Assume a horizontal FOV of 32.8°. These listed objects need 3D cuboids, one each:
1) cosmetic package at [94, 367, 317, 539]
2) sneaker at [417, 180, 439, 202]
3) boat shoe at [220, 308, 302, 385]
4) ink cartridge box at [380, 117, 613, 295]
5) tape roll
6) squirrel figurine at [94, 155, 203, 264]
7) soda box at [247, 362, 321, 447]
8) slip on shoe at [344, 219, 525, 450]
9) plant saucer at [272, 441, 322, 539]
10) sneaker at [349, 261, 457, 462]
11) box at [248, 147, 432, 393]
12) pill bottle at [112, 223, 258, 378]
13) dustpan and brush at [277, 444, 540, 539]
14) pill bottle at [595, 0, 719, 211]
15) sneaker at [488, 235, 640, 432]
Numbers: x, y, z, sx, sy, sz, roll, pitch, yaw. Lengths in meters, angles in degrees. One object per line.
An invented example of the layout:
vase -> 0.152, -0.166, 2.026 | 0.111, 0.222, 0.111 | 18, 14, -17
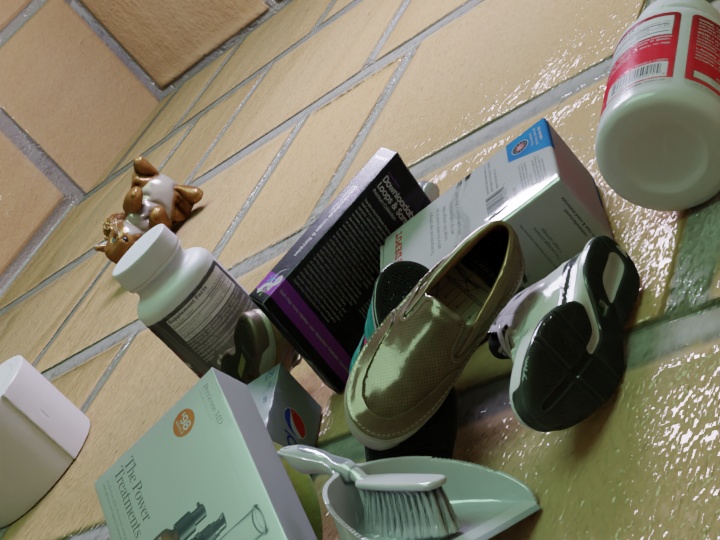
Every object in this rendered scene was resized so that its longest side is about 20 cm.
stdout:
cosmetic package -> -0.122, 0.200, 0.962 | 0.151, 0.052, 0.201 | -42, 47, 11
sneaker -> 0.012, -0.044, 1.325 | 0.200, 0.077, 0.078 | -40, 10, 45
boat shoe -> -0.095, 0.097, 1.277 | 0.075, 0.072, 0.200 | -17, -19, -23
ink cartridge box -> 0.117, -0.025, 1.107 | 0.199, 0.084, 0.147 | -38, 21, 20
tape roll -> -0.500, 0.240, 1.727 | 0.202, 0.139, 0.203 | -39, 19, 16
squirrel figurine -> -0.407, -0.080, 2.261 | 0.188, 0.140, 0.200 | -64, 12, -23
soda box -> -0.088, 0.177, 1.129 | 0.063, 0.068, 0.201 | -33, 23, 21
slip on shoe -> 0.058, 0.044, 0.921 | 0.200, 0.076, 0.061 | -46, -17, -20
plant saucer -> -0.117, 0.231, 0.996 | 0.198, 0.031, 0.203 | -19, 56, 31
sneaker -> 0.032, 0.109, 1.000 | 0.121, 0.082, 0.203 | 95, 177, -65
box -> 0.000, 0.000, 1.203 | 0.200, 0.143, 0.036 | -47, 36, -13
pill bottle -> -0.184, 0.045, 1.394 | 0.110, 0.200, 0.111 | -38, 19, 15
dustpan and brush -> 0.009, 0.155, 0.864 | 0.139, 0.058, 0.199 | -16, 7, -42
pill bottle -> 0.262, -0.149, 1.029 | 0.112, 0.112, 0.201 | -29, 24, 35
sneaker -> 0.138, 0.065, 0.926 | 0.115, 0.076, 0.201 | -38, 10, 43
